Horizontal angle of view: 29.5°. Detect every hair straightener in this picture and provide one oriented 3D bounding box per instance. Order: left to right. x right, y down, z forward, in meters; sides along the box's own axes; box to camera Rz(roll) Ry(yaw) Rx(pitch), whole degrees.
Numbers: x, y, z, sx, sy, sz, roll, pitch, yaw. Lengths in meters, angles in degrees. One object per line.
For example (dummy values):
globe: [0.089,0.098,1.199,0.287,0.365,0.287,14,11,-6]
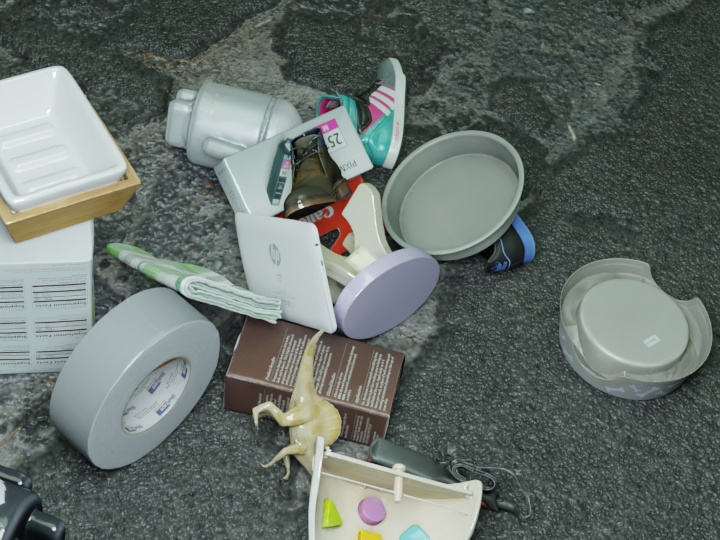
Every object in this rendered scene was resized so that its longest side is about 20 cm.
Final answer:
hair straightener: [0.102,0.234,1.549,0.198,0.077,0.041,21,47,8]

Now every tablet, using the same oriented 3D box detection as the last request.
tablet: [-0.093,0.000,1.626,0.014,0.132,0.199,-18,15,-29]

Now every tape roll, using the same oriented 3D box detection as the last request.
tape roll: [-0.246,0.120,1.506,0.066,0.201,0.200,37,53,21]

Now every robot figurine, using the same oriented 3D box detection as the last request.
robot figurine: [-0.404,0.266,1.399,0.198,0.150,0.126,18,88,6]
robot figurine: [-0.162,-0.188,1.849,0.198,0.114,0.170,13,33,1]

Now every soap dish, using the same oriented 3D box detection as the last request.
soap dish: [-0.356,-0.128,1.516,0.156,0.082,0.201,-20,55,-26]

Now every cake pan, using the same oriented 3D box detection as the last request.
cake pan: [0.125,-0.096,1.802,0.198,0.037,0.202,-14,52,18]

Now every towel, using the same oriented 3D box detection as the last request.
towel: [-0.198,0.008,1.622,0.148,0.031,0.199,20,2,-40]

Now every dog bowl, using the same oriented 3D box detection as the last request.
dog bowl: [0.344,0.078,1.741,0.197,0.059,0.202,5,49,-5]

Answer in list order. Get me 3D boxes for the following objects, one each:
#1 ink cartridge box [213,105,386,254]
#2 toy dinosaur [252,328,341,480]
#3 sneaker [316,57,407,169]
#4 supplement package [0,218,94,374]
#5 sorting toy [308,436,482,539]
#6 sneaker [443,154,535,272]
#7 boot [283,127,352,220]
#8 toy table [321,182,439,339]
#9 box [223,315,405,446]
ink cartridge box: [-0.068,-0.097,1.775,0.199,0.043,0.175,-27,91,-29]
toy dinosaur: [-0.072,0.166,1.552,0.100,0.203,0.058,-7,8,-7]
sneaker: [-0.001,-0.235,1.945,0.119,0.084,0.202,13,49,-11]
supplement package: [-0.386,-0.014,1.600,0.145,0.201,0.193,-1,50,-11]
sorting toy: [0.015,0.298,1.468,0.198,0.107,0.182,18,62,-18]
sneaker: [0.153,-0.080,1.839,0.077,0.071,0.201,-16,54,-29]
boot: [-0.070,-0.118,1.666,0.074,0.098,0.200,-21,4,13]
toy table: [0.000,0.000,1.684,0.117,0.185,0.200,41,12,21]
box: [-0.055,0.131,1.617,0.198,0.075,0.101,16,48,2]
